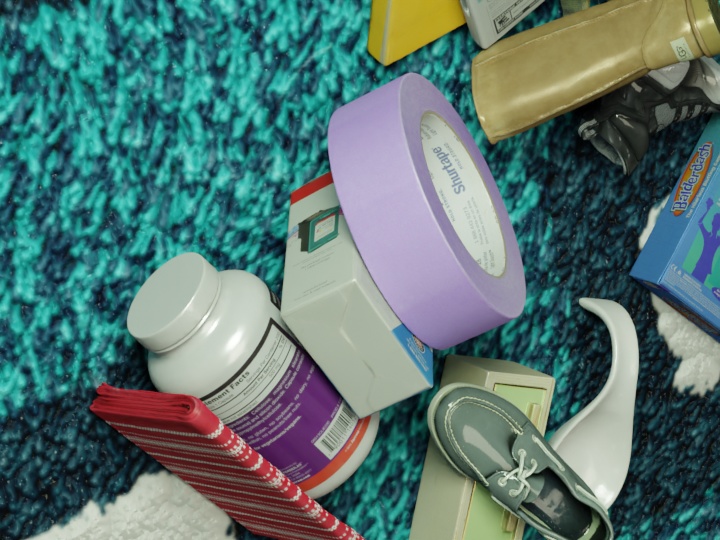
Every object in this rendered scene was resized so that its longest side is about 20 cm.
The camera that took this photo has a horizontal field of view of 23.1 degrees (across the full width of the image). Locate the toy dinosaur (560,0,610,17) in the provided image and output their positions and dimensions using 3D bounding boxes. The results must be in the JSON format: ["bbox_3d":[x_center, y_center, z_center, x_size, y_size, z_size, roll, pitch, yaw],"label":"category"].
[{"bbox_3d":[0.194,-0.248,1.468,0.087,0.047,0.202,-19,112,-13],"label":"toy dinosaur"}]

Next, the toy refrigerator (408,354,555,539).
[{"bbox_3d":[0.101,0.179,1.490,0.075,0.070,0.203,8,96,-33],"label":"toy refrigerator"}]

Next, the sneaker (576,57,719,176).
[{"bbox_3d":[0.253,-0.141,1.517,0.199,0.075,0.114,7,122,-53],"label":"sneaker"}]

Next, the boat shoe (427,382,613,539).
[{"bbox_3d":[0.135,0.163,1.431,0.200,0.062,0.073,44,82,-25],"label":"boat shoe"}]

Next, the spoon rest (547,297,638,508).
[{"bbox_3d":[0.206,0.129,1.552,0.098,0.060,0.203,4,98,-33],"label":"spoon rest"}]

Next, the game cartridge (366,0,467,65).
[{"bbox_3d":[0.083,-0.266,1.336,0.175,0.032,0.201,-31,150,-24],"label":"game cartridge"}]

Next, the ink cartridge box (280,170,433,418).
[{"bbox_3d":[0.000,0.000,1.347,0.067,0.201,0.117,-25,121,18],"label":"ink cartridge box"}]

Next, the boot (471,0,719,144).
[{"bbox_3d":[0.185,-0.200,1.408,0.198,0.176,0.066,-20,126,20],"label":"boot"}]

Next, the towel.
[{"bbox_3d":[-0.098,0.149,1.314,0.200,0.144,0.023,43,65,-32],"label":"towel"}]

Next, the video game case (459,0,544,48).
[{"bbox_3d":[0.149,-0.281,1.345,0.200,0.024,0.182,-40,154,-4],"label":"video game case"}]

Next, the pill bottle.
[{"bbox_3d":[-0.082,0.078,1.324,0.200,0.112,0.113,45,76,-31],"label":"pill bottle"}]

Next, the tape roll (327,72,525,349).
[{"bbox_3d":[0.053,-0.045,1.334,0.065,0.201,0.201,-25,121,19],"label":"tape roll"}]

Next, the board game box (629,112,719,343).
[{"bbox_3d":[0.349,-0.045,1.613,0.152,0.045,0.201,33,83,-33],"label":"board game box"}]
